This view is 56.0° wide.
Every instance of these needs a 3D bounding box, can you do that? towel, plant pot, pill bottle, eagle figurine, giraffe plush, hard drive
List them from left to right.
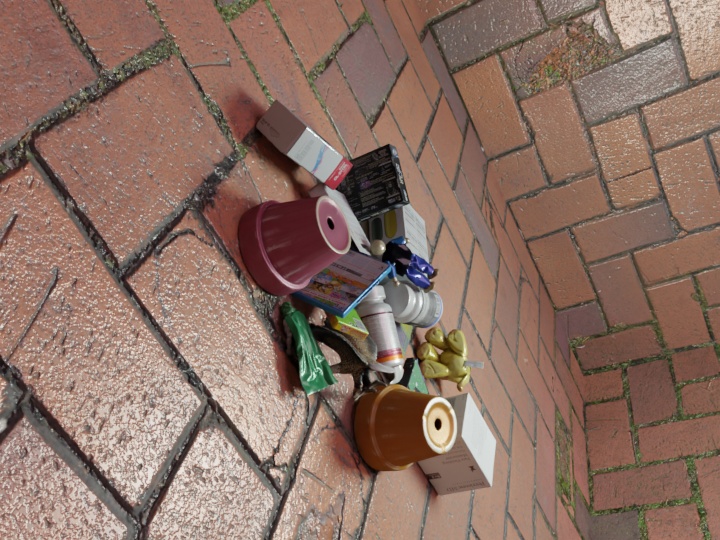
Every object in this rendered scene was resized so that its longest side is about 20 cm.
[{"bbox_3d":[-0.127,-0.066,1.425,0.200,0.177,0.202,40,40,-45],"label":"plant pot"},{"bbox_3d":[-0.028,0.187,1.513,0.149,0.152,0.202,-19,82,-24],"label":"eagle figurine"},{"bbox_3d":[0.035,0.147,1.689,0.109,0.109,0.203,7,67,-61],"label":"pill bottle"},{"bbox_3d":[0.100,0.156,1.912,0.144,0.023,0.201,59,30,-27],"label":"towel"},{"bbox_3d":[0.133,0.089,1.817,0.199,0.113,0.115,20,56,-57],"label":"pill bottle"},{"bbox_3d":[0.133,0.349,1.812,0.201,0.037,0.141,-63,140,-52],"label":"hard drive"},{"bbox_3d":[0.117,0.363,1.573,0.199,0.182,0.203,14,70,-43],"label":"plant pot"},{"bbox_3d":[0.272,0.279,2.039,0.174,0.198,0.162,-62,163,-16],"label":"giraffe plush"}]

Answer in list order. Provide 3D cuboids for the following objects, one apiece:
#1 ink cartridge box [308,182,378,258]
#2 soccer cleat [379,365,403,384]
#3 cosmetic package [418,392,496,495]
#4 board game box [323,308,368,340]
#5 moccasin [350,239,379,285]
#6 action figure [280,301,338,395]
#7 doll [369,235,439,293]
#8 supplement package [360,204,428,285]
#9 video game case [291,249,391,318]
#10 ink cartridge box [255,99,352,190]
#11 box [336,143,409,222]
[{"bbox_3d":[-0.042,-0.115,1.698,0.202,0.057,0.162,65,14,12],"label":"ink cartridge box"},{"bbox_3d":[0.062,0.201,1.761,0.077,0.069,0.202,-29,103,-60],"label":"soccer cleat"},{"bbox_3d":[0.255,0.476,1.852,0.201,0.163,0.166,58,29,-23],"label":"cosmetic package"},{"bbox_3d":[-0.056,0.075,1.543,0.095,0.030,0.201,26,23,-38],"label":"board game box"},{"bbox_3d":[0.000,0.000,1.745,0.200,0.080,0.069,51,28,-35],"label":"moccasin"},{"bbox_3d":[-0.123,0.159,1.435,0.118,0.054,0.202,-7,73,-62],"label":"action figure"},{"bbox_3d":[0.107,-0.017,1.713,0.199,0.048,0.138,32,63,-23],"label":"doll"},{"bbox_3d":[0.091,-0.067,1.884,0.150,0.150,0.202,40,39,-49],"label":"supplement package"},{"bbox_3d":[-0.041,0.022,1.533,0.200,0.142,0.018,-43,145,-41],"label":"video game case"},{"bbox_3d":[-0.131,-0.295,1.602,0.146,0.083,0.200,46,9,35],"label":"ink cartridge box"},{"bbox_3d":[0.018,-0.222,1.788,0.043,0.198,0.162,6,67,-62],"label":"box"}]
